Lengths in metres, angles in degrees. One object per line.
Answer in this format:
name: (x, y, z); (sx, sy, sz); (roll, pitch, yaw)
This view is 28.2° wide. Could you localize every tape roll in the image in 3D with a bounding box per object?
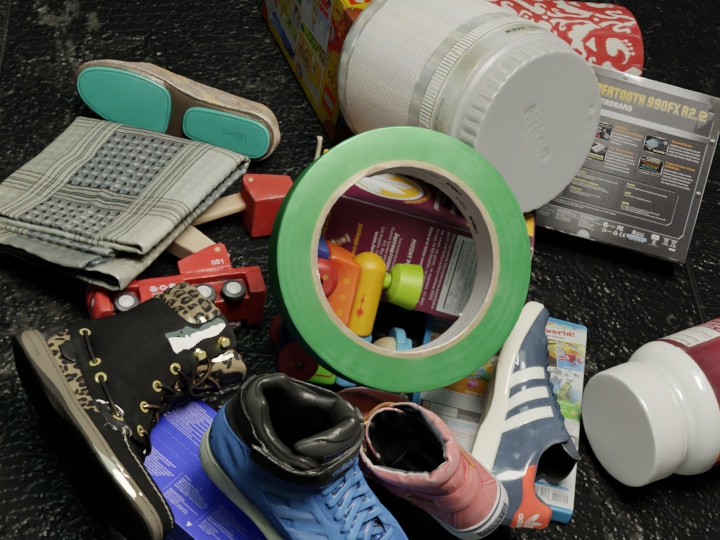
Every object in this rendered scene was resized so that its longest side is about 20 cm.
tape roll: (0.030, -0.008, 1.098); (0.199, 0.048, 0.202); (1, 87, -12)

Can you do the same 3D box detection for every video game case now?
video game case: (0.115, 0.109, 1.205); (0.142, 0.018, 0.201); (14, 48, -1)

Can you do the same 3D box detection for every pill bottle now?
pill bottle: (0.291, 0.102, 1.188); (0.199, 0.115, 0.114); (-17, 55, -26)

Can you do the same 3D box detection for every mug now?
mug: (0.166, -0.230, 1.446); (0.199, 0.134, 0.178); (-3, 51, -20)

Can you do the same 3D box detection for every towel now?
towel: (-0.225, -0.068, 1.232); (0.191, 0.035, 0.200); (16, 42, 24)

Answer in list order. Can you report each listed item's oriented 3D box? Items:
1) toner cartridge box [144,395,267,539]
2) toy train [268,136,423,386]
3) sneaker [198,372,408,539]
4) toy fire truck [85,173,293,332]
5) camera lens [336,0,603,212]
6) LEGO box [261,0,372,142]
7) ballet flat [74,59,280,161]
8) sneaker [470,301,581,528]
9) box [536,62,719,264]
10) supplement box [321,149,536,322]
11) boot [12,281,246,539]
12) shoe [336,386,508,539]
toner cartridge box: (-0.103, 0.176, 1.075); (0.200, 0.043, 0.095); (37, 50, 19)
toy train: (0.000, 0.000, 1.160); (0.115, 0.201, 0.085); (10, 16, -13)
sneaker: (-0.017, 0.153, 0.981); (0.200, 0.111, 0.077); (44, 48, 8)
toy fire truck: (-0.142, -0.012, 1.229); (0.198, 0.049, 0.142); (-7, 49, -17)
camera lens: (0.087, -0.153, 1.237); (0.159, 0.161, 0.200); (-22, 38, -29)
LEGO box: (-0.021, -0.251, 1.404); (0.077, 0.149, 0.201); (-12, 52, -22)
ballet flat: (-0.169, -0.153, 1.349); (0.199, 0.068, 0.067); (21, 28, -2)
sneaker: (0.139, 0.118, 1.143); (0.084, 0.075, 0.201); (17, 58, 4)
box: (0.224, -0.107, 1.339); (0.199, 0.048, 0.160); (14, 92, 0)
supplement box: (0.046, -0.027, 1.238); (0.199, 0.086, 0.110); (16, 23, 1)
boot: (-0.151, 0.097, 1.059); (0.150, 0.073, 0.200); (-23, 53, -29)
shoe: (0.023, 0.123, 1.074); (0.072, 0.091, 0.200); (-48, 42, -10)
